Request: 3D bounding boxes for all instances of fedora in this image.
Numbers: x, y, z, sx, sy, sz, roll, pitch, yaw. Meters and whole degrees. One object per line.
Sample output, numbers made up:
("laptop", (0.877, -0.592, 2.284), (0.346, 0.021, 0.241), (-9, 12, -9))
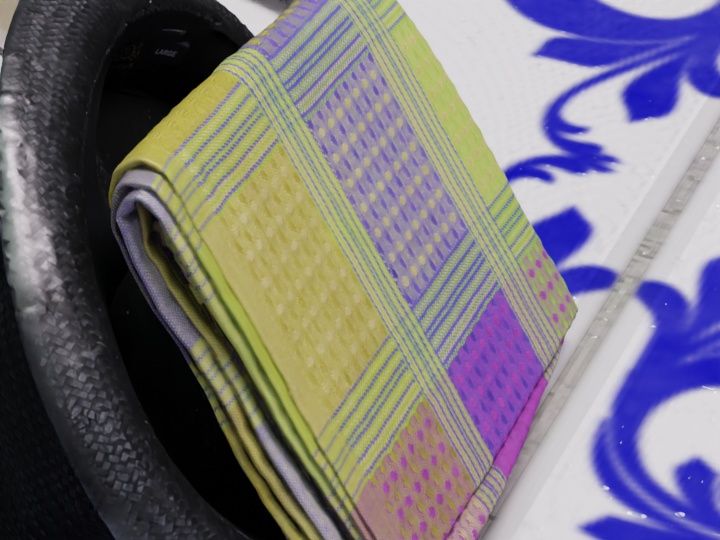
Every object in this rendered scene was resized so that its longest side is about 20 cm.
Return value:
("fedora", (-0.067, 0.018, 0.801), (0.092, 0.201, 0.201), (-23, 23, 27))

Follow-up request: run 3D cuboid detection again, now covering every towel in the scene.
("towel", (0.000, 0.000, 0.809), (0.023, 0.144, 0.200), (-24, 15, 26))

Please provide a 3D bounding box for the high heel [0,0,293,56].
("high heel", (-0.115, -0.124, 1.042), (0.142, 0.071, 0.200), (31, 26, 27))
